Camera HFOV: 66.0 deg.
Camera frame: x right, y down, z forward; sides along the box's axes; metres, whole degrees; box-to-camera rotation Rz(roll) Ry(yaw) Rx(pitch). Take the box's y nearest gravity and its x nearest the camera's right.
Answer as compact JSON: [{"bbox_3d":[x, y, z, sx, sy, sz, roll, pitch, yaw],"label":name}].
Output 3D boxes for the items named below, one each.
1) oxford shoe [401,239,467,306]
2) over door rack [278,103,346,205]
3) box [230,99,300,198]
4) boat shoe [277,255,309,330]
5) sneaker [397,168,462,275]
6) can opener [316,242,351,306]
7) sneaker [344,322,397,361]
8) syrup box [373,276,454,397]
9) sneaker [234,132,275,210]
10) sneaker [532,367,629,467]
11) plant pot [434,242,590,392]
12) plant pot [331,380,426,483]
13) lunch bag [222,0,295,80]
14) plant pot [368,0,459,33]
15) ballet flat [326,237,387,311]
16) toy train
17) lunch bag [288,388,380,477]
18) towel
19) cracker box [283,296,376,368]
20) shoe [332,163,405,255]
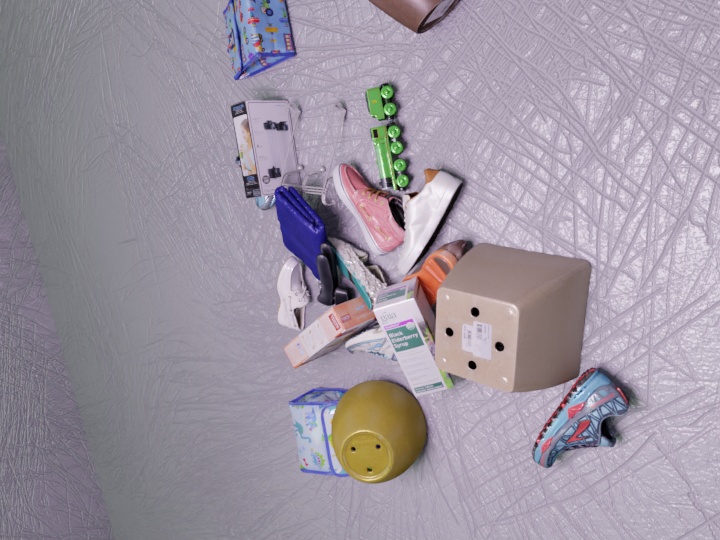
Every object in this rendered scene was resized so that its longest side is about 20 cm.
[{"bbox_3d":[0.136,0.010,1.013,0.071,0.073,0.200,46,148,3],"label":"oxford shoe"},{"bbox_3d":[-0.095,-0.241,1.153,0.147,0.066,0.201,12,98,38],"label":"over door rack"},{"bbox_3d":[-0.203,-0.265,1.206,0.060,0.116,0.201,1,104,44],"label":"box"},{"bbox_3d":[-0.146,0.056,1.276,0.069,0.071,0.201,24,133,20],"label":"boat shoe"},{"bbox_3d":[0.103,-0.090,0.996,0.084,0.073,0.201,31,112,12],"label":"sneaker"},{"bbox_3d":[-0.063,0.010,1.148,0.078,0.064,0.200,0,142,8],"label":"can opener"},{"bbox_3d":[0.046,0.149,1.121,0.200,0.077,0.087,-28,86,43],"label":"sneaker"},{"bbox_3d":[0.100,0.121,1.001,0.078,0.082,0.201,-18,113,19],"label":"syrup box"},{"bbox_3d":[-0.247,-0.235,1.266,0.079,0.095,0.201,4,104,42],"label":"sneaker"},{"bbox_3d":[0.344,0.254,0.866,0.095,0.079,0.201,36,126,24],"label":"sneaker"},{"bbox_3d":[0.220,0.082,0.872,0.199,0.177,0.201,14,111,40],"label":"plant pot"},{"bbox_3d":[0.024,0.335,1.090,0.199,0.142,0.201,1,97,12],"label":"plant pot"},{"bbox_3d":[-0.240,-0.512,1.203,0.200,0.094,0.151,0,103,55],"label":"lunch bag"},{"bbox_3d":[0.066,-0.486,0.872,0.200,0.187,0.187,52,132,0],"label":"plant pot"},{"bbox_3d":[0.000,0.000,1.127,0.200,0.072,0.072,53,131,30],"label":"ballet flat"},{"bbox_3d":[0.048,-0.241,1.020,0.056,0.042,0.201,-9,97,8],"label":"toy train"},{"bbox_3d":[-0.048,0.361,1.241,0.199,0.127,0.171,-6,95,30],"label":"lunch bag"},{"bbox_3d":[-0.116,-0.078,1.168,0.148,0.049,0.200,43,159,21],"label":"towel"},{"bbox_3d":[-0.055,0.126,1.165,0.200,0.134,0.058,-42,74,41],"label":"cracker box"},{"bbox_3d":[0.027,-0.133,1.065,0.091,0.071,0.201,-31,86,41],"label":"shoe"}]
